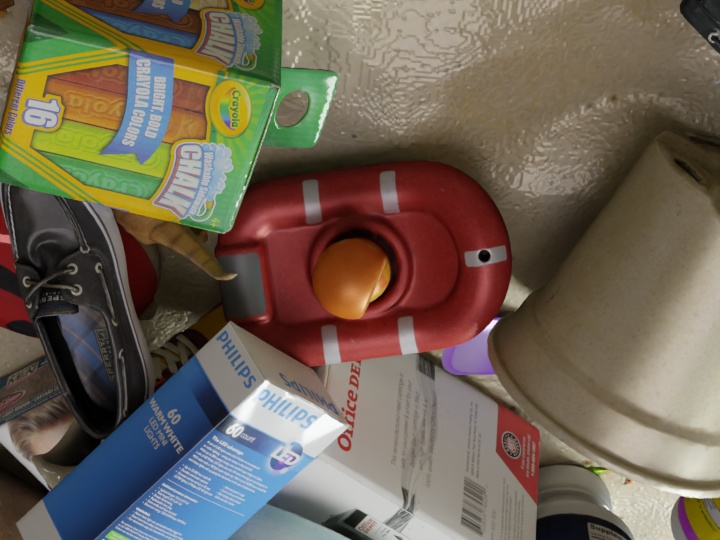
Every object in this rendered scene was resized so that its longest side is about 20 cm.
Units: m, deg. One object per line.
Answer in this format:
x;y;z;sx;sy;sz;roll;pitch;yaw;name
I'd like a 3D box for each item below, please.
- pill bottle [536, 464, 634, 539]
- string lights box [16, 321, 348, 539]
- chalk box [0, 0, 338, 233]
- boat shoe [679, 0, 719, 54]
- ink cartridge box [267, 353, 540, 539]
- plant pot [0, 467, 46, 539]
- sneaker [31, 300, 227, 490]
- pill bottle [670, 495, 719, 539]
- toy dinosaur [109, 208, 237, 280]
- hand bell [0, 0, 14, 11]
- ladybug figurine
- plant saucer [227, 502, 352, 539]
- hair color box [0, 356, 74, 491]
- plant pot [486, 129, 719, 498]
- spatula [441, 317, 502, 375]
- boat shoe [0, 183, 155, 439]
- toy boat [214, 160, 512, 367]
0.154;0.241;1.558;0.111;0.200;0.111;0;128;0;pill bottle
-0.116;0.134;1.383;0.200;0.059;0.103;-43;142;10;string lights box
-0.116;-0.114;1.318;0.199;0.124;0.125;12;128;-10;chalk box
0.272;-0.115;1.354;0.066;0.075;0.199;-29;123;23;boat shoe
0.027;0.139;1.507;0.200;0.147;0.083;33;130;-23;ink cartridge box
-0.249;0.254;1.595;0.200;0.187;0.187;27;125;-37;plant pot
-0.140;0.083;1.460;0.090;0.075;0.200;42;80;-34;sneaker
0.321;0.145;1.544;0.104;0.104;0.200;22;125;-17;pill bottle
-0.133;-0.032;1.379;0.200;0.106;0.061;34;114;24;toy dinosaur
-0.317;-0.153;1.323;0.199;0.104;0.104;-13;129;-5;hand bell
-0.225;-0.010;1.433;0.200;0.072;0.136;26;124;-20;ladybug figurine
-0.050;0.215;1.493;0.200;0.039;0.201;20;159;8;plant saucer
-0.173;0.142;1.565;0.100;0.061;0.200;-27;124;19;hair color box
0.212;0.017;1.400;0.200;0.201;0.184;19;116;-16;plant pot
0.156;0.068;1.533;0.199;0.021;0.057;12;126;-11;spatula
-0.188;0.019;1.357;0.070;0.066;0.201;-7;114;16;boat shoe
0.000;0.000;1.389;0.199;0.131;0.131;-8;98;5;toy boat
